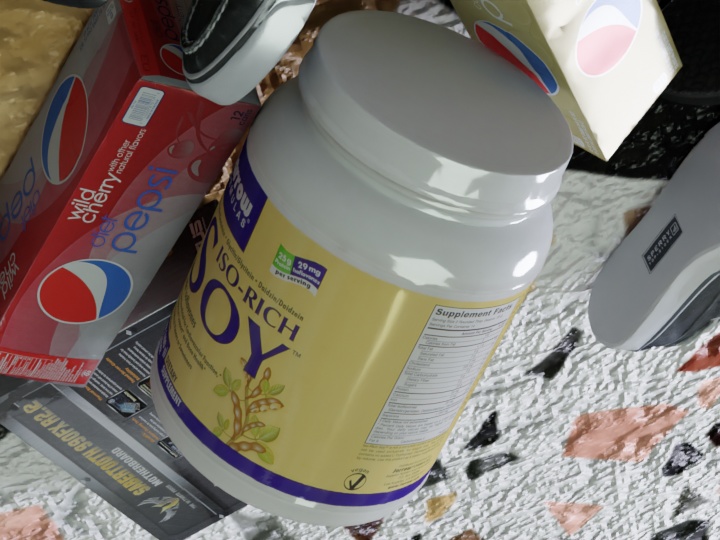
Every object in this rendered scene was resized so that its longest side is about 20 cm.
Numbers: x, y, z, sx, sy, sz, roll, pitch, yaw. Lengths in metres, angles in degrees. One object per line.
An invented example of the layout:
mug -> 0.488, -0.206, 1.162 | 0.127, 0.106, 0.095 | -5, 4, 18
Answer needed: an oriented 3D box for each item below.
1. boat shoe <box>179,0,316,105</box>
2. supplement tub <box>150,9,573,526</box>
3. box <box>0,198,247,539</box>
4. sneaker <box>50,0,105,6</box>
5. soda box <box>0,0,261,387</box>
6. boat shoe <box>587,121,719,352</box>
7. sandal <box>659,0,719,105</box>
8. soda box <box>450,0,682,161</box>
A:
boat shoe -> -0.036, -0.161, 0.759 | 0.068, 0.074, 0.200 | 17, 120, -27
supplement tub -> 0.000, 0.000, 0.873 | 0.144, 0.146, 0.201 | 5, 126, -31
box -> -0.093, 0.063, 1.046 | 0.157, 0.049, 0.200 | -29, 142, 11
sneaker -> -0.164, -0.114, 0.752 | 0.113, 0.076, 0.200 | 13, 130, -33
soda box -> -0.122, -0.036, 0.889 | 0.063, 0.070, 0.200 | 10, 133, -32
boat shoe -> 0.207, -0.019, 1.069 | 0.067, 0.072, 0.200 | 7, 138, -29
sandal -> 0.231, -0.130, 0.940 | 0.199, 0.075, 0.045 | -27, 143, 4
soda box -> 0.077, -0.136, 0.844 | 0.064, 0.068, 0.200 | -50, 144, -9
